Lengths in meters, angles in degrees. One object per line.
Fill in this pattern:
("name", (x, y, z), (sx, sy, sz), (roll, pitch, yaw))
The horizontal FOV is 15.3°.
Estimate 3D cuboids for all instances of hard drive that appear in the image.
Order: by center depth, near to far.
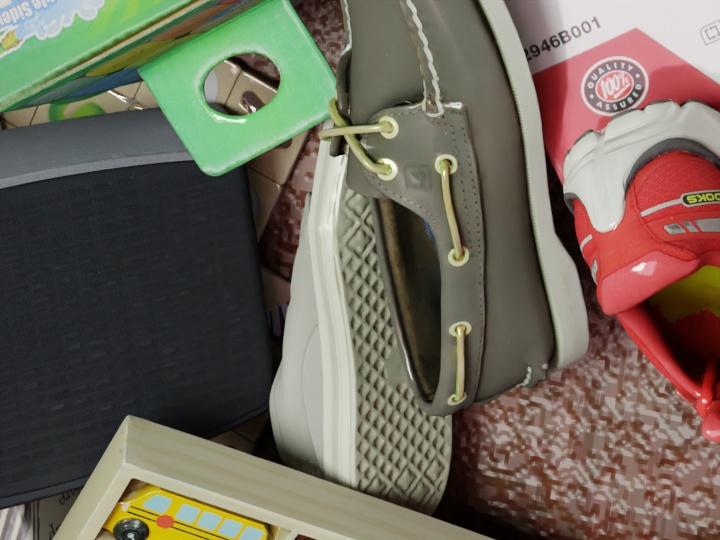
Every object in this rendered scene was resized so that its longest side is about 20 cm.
("hard drive", (-0.123, 0.020, 0.952), (0.042, 0.200, 0.135), (16, 117, 59))

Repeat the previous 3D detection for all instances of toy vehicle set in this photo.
("toy vehicle set", (-0.020, 0.134, 0.983), (0.200, 0.027, 0.124), (20, 125, -17))

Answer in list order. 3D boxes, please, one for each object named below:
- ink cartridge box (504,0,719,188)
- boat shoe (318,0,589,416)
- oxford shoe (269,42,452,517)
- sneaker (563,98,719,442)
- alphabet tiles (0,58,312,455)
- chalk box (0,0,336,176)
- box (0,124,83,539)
("ink cartridge box", (0.097, -0.146, 0.885), (0.144, 0.084, 0.200), (-24, 96, 23))
("boat shoe", (0.023, -0.037, 0.894), (0.060, 0.072, 0.202), (-29, 125, -15))
("oxford shoe", (0.000, 0.000, 0.975), (0.058, 0.075, 0.200), (21, 114, 47))
("sneaker", (0.129, 0.027, 0.887), (0.077, 0.085, 0.200), (-27, 136, 28))
("alphabet tiles", (-0.098, -0.001, 1.037), (0.167, 0.008, 0.200), (30, 113, 8))
("chalk box", (-0.077, -0.131, 0.913), (0.124, 0.124, 0.200), (-27, 89, 23))
("box", (-0.157, 0.033, 1.020), (0.068, 0.082, 0.200), (-12, 103, 21))
